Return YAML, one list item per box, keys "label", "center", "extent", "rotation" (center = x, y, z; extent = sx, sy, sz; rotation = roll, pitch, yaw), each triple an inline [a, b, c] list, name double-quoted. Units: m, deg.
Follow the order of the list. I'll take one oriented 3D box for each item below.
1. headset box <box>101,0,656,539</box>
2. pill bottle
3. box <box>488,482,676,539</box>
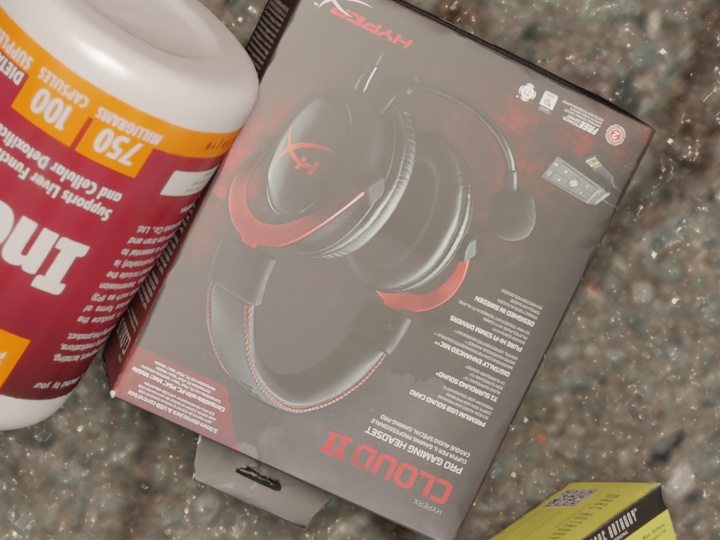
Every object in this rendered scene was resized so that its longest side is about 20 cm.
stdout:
- label: "headset box"
  center: [0.000, 0.000, 1.089]
  extent: [0.148, 0.075, 0.201]
  rotation: [25, 97, -11]
- label: "pill bottle"
  center: [-0.132, -0.017, 1.041]
  extent: [0.113, 0.113, 0.201]
  rotation: [29, 110, -11]
- label: "box"
  center: [0.108, 0.190, 1.137]
  extent: [0.075, 0.050, 0.201]
  rotation: [-30, 107, -43]
